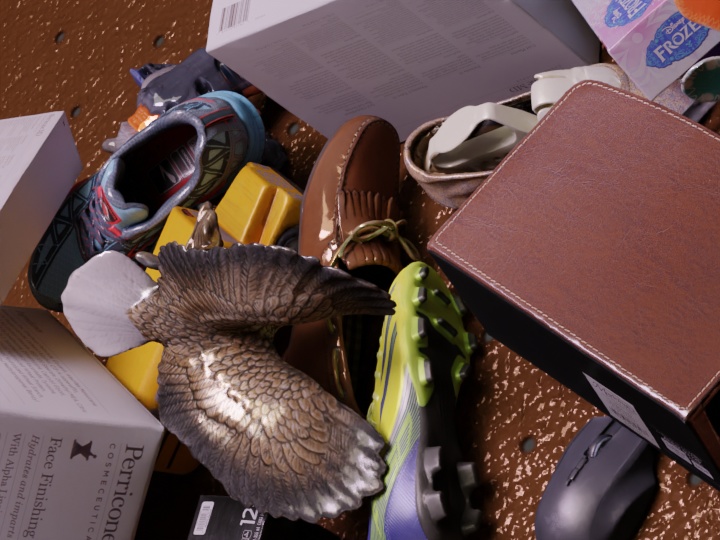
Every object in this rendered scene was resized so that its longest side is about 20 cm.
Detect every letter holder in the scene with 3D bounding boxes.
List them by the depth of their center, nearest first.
[{"bbox_3d":[0.162,0.003,1.349,0.142,0.101,0.200,-49,51,-9],"label":"letter holder"}]

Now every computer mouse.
[{"bbox_3d":[0.148,0.075,1.390,0.058,0.034,0.201,10,71,48],"label":"computer mouse"}]

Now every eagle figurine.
[{"bbox_3d":[-0.066,0.036,1.465,0.151,0.152,0.200,-47,33,2],"label":"eagle figurine"}]

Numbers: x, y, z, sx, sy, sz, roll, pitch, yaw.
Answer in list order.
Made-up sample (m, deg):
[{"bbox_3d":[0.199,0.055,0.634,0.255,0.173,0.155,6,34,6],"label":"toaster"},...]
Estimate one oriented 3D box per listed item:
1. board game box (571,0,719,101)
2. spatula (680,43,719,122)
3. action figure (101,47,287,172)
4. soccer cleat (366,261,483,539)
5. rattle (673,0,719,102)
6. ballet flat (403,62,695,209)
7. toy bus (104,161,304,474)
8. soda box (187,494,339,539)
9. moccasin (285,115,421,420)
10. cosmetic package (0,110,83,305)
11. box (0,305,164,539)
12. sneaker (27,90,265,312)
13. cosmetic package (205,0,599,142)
[{"bbox_3d":[0.212,-0.196,1.421,0.199,0.041,0.200,-42,14,8],"label":"board game box"},{"bbox_3d":[0.184,-0.077,1.453,0.200,0.056,0.021,-57,12,11],"label":"spatula"},{"bbox_3d":[-0.109,-0.143,1.735,0.194,0.105,0.200,-50,43,-8],"label":"action figure"},{"bbox_3d":[0.025,0.084,1.481,0.084,0.065,0.201,-27,49,33],"label":"soccer cleat"},{"bbox_3d":[0.269,-0.098,1.256,0.143,0.200,0.131,23,81,49],"label":"rattle"},{"bbox_3d":[0.108,-0.085,1.508,0.199,0.067,0.068,-21,52,34],"label":"ballet flat"},{"bbox_3d":[-0.103,0.028,1.614,0.065,0.078,0.201,40,111,50],"label":"toy bus"},{"bbox_3d":[-0.080,0.237,1.475,0.063,0.071,0.201,-2,64,42],"label":"soda box"},{"bbox_3d":[-0.001,-0.001,1.552,0.077,0.074,0.202,-8,60,41],"label":"moccasin"},{"bbox_3d":[-0.249,-0.030,1.607,0.082,0.051,0.200,-7,30,19],"label":"cosmetic package"},{"bbox_3d":[-0.240,0.144,1.591,0.200,0.130,0.200,36,114,54],"label":"box"},{"bbox_3d":[-0.157,-0.047,1.641,0.200,0.095,0.079,-44,79,18],"label":"sneaker"},{"bbox_3d":[0.027,-0.149,1.565,0.199,0.151,0.052,-17,52,36],"label":"cosmetic package"}]
